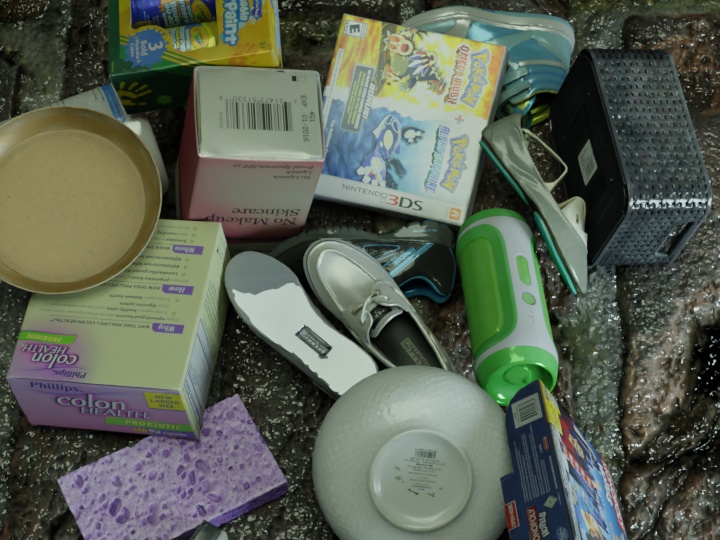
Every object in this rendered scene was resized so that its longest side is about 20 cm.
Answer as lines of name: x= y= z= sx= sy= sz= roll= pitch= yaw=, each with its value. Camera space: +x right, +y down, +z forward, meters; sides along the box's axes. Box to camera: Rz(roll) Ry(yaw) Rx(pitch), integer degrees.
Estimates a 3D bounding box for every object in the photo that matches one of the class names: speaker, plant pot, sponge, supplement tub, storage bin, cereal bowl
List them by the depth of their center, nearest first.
cereal bowl: x=0.053 y=0.189 z=1.579 sx=0.200 sy=0.083 sz=0.200 roll=0 pitch=93 yaw=0
sponge: x=-0.182 y=0.210 z=1.657 sx=0.200 sy=0.030 sz=0.112 roll=-25 pitch=63 yaw=-10
plant pot: x=-0.295 y=-0.067 z=1.679 sx=0.200 sy=0.027 sz=0.200 roll=0 pitch=69 yaw=-1
speaker: x=0.144 y=0.035 z=1.686 sx=0.088 sy=0.089 sz=0.200 roll=-5 pitch=49 yaw=0
storage bin: x=0.272 y=-0.116 z=1.740 sx=0.094 sy=0.135 sz=0.200 roll=-1 pitch=61 yaw=-16
supplement tub: x=-0.313 y=-0.109 z=1.776 sx=0.200 sy=0.132 sz=0.132 roll=-20 pitch=63 yaw=-8

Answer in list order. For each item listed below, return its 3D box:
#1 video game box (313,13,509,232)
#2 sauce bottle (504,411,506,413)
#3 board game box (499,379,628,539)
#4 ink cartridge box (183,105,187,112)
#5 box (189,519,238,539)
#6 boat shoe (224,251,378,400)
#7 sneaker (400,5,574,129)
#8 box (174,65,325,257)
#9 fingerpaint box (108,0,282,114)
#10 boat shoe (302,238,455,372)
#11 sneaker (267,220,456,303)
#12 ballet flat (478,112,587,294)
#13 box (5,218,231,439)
video game box: x=0.047 y=-0.156 z=1.794 sx=0.182 sy=0.047 sz=0.200 roll=13 pitch=85 yaw=8
sauce bottle: x=0.092 y=0.161 z=1.651 sx=0.200 sy=0.066 sz=0.066 roll=-6 pitch=62 yaw=0
board game box: x=0.200 y=0.237 z=1.557 sx=0.062 sy=0.200 sz=0.200 roll=-27 pitch=37 yaw=17
ink cartridge box: x=-0.137 y=-0.230 z=1.824 sx=0.084 sy=0.145 sz=0.200 roll=-4 pitch=62 yaw=5
box: x=-0.105 y=0.348 z=1.568 sx=0.200 sy=0.050 sz=0.158 roll=29 pitch=67 yaw=17
boat shoe: x=-0.060 y=0.063 z=1.706 sx=0.200 sy=0.070 sz=0.071 roll=40 pitch=74 yaw=12
sneaker: x=0.134 y=-0.214 z=1.842 sx=0.200 sy=0.080 sz=0.131 roll=1 pitch=61 yaw=4
box: x=-0.115 y=-0.106 z=1.716 sx=0.128 sy=0.200 sz=0.109 roll=1 pitch=62 yaw=-11
fingerpaint box: x=-0.169 y=-0.271 z=1.725 sx=0.167 sy=0.073 sz=0.200 roll=-8 pitch=61 yaw=5
boat shoe: x=0.019 y=0.047 z=1.678 sx=0.072 sy=0.066 sz=0.200 roll=-38 pitch=89 yaw=-3
sneaker: x=0.000 y=0.000 z=1.737 sx=0.200 sy=0.073 sz=0.082 roll=-7 pitch=67 yaw=1
ballet flat: x=0.193 y=-0.073 z=1.722 sx=0.064 sy=0.067 sz=0.200 roll=-31 pitch=78 yaw=2
box: x=-0.233 y=0.053 z=1.689 sx=0.176 sy=0.097 sz=0.200 roll=4 pitch=55 yaw=10
